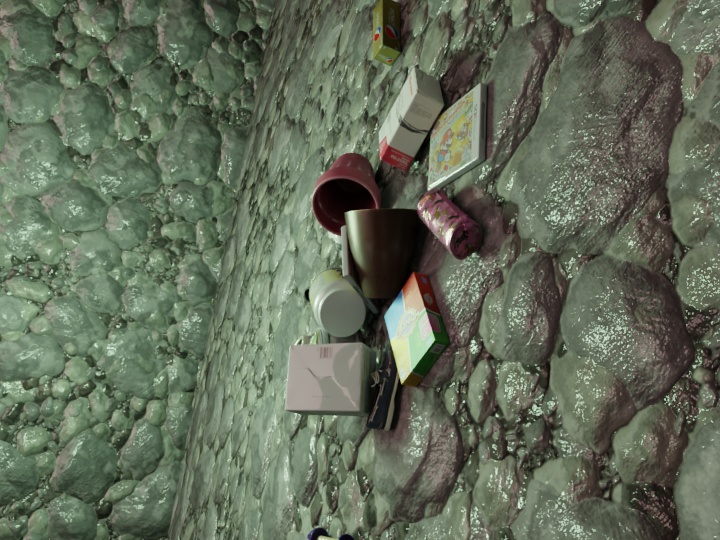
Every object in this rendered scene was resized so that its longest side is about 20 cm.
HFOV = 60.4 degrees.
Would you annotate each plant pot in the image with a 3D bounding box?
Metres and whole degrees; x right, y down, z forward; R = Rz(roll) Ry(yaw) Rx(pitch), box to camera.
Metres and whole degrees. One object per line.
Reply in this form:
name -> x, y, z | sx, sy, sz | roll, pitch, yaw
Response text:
plant pot -> 0.055, -0.038, 1.499 | 0.186, 0.181, 0.208 | -1, 91, 64
plant pot -> -0.032, -0.229, 1.754 | 0.202, 0.195, 0.182 | -54, 18, 39

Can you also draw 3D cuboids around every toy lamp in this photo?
toy lamp -> -0.079, 0.673, 1.539 | 0.199, 0.057, 0.060 | -29, 52, 55

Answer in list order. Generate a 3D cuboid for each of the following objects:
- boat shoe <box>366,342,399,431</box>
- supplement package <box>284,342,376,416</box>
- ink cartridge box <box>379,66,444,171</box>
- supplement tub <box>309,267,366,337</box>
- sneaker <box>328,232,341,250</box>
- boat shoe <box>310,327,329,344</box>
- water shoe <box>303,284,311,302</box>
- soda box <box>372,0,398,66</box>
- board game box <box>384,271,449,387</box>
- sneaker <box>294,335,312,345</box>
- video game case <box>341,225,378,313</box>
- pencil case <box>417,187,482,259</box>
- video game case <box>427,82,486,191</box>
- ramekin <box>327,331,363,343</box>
boat shoe -> 0.052, 0.266, 1.444 | 0.075, 0.060, 0.207 | 142, 138, -78
supplement package -> -0.069, 0.266, 1.500 | 0.193, 0.111, 0.161 | -4, 70, 20
ink cartridge box -> 0.125, -0.384, 1.569 | 0.147, 0.082, 0.202 | -90, 25, -51
supplement tub -> -0.061, 0.084, 1.652 | 0.200, 0.141, 0.150 | -126, 54, -73
sneaker -> -0.082, -0.141, 1.939 | 0.201, 0.074, 0.083 | -118, 38, -57
boat shoe -> -0.125, 0.249, 1.620 | 0.071, 0.060, 0.207 | -24, 57, 59
water shoe -> -0.146, 0.068, 1.955 | 0.199, 0.077, 0.074 | 11, 86, 65
soda box -> 0.080, -0.731, 1.887 | 0.064, 0.066, 0.206 | -39, 43, 53
board game box -> 0.122, 0.131, 1.395 | 0.155, 0.039, 0.203 | -58, 30, 34
sneaker -> -0.172, 0.290, 1.874 | 0.075, 0.102, 0.207 | 31, 107, 62
video game case -> 0.000, 0.000, 1.574 | 0.017, 0.201, 0.147 | -15, 55, 17
pencil case -> 0.189, -0.104, 1.326 | 0.082, 0.087, 0.201 | -37, 34, 5
video game case -> 0.220, -0.301, 1.424 | 0.199, 0.022, 0.189 | -28, 53, 59
ramekin -> -0.073, 0.249, 1.692 | 0.202, 0.092, 0.209 | -42, 41, 52
